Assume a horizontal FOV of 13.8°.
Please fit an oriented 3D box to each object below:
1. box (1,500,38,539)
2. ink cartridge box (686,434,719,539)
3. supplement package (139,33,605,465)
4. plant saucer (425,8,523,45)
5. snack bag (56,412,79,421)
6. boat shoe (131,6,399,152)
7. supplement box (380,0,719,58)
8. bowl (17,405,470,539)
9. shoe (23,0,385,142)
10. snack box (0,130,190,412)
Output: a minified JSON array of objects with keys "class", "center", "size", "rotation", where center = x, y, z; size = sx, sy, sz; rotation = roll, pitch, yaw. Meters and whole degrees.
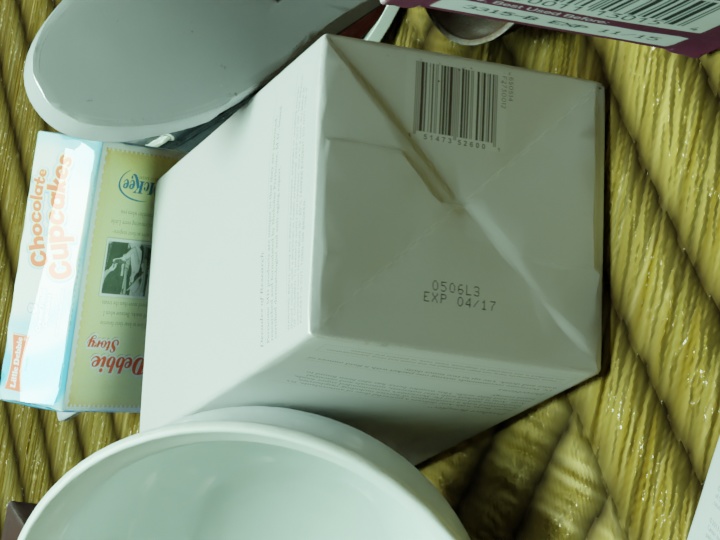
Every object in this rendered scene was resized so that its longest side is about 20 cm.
[{"class":"box","center":[-0.139,0.200,1.550],"size":[0.200,0.075,0.100],"rotation":[-143,62,-64]},{"class":"ink cartridge box","center":[0.179,0.041,0.756],"size":[0.200,0.084,0.176],"rotation":[-127,48,-61]},{"class":"supplement package","center":[0.000,0.000,1.186],"size":[0.200,0.121,0.120],"rotation":[147,128,-62]},{"class":"plant saucer","center":[0.071,-0.187,1.195],"size":[0.200,0.032,0.201],"rotation":[-173,90,-70]},{"class":"snack bag","center":[-0.122,-0.025,1.559],"size":[0.200,0.021,0.189],"rotation":[154,120,-66]},{"class":"boat shoe","center":[-0.051,-0.106,1.383],"size":[0.200,0.060,0.076],"rotation":[-46,42,31]},{"class":"supplement box","center":[0.086,-0.186,1.014],"size":[0.103,0.131,0.200],"rotation":[160,117,-67]},{"class":"bowl","center":[-0.033,0.130,1.180],"size":[0.090,0.201,0.201],"rotation":[-65,-6,-62]},{"class":"shoe","center":[-0.054,-0.097,1.211],"size":[0.072,0.200,0.091],"rotation":[56,154,6]},{"class":"snack box","center":[-0.082,0.005,1.329],"size":[0.037,0.200,0.116],"rotation":[9,91,29]}]
